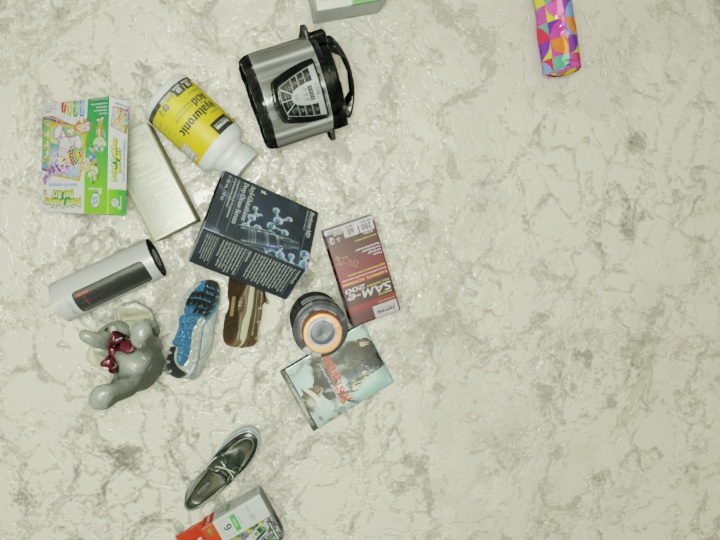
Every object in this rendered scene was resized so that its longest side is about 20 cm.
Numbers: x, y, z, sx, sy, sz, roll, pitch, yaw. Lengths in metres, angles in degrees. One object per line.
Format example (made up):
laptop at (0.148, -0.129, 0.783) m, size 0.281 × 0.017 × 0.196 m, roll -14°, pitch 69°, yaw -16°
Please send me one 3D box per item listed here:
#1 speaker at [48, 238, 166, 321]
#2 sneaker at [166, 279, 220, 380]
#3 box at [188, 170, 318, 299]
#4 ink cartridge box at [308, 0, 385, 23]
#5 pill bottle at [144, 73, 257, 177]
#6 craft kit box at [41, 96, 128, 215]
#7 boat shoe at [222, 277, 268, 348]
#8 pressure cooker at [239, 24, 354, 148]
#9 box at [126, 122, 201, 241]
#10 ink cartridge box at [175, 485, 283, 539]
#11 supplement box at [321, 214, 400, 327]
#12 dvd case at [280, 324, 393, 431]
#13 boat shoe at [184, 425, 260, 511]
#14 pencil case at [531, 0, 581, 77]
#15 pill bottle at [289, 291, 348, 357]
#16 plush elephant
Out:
speaker at (-0.477, 0.018, 1.108) m, size 0.198 × 0.081 × 0.082 m, roll -26°, pitch 98°, yaw -7°
sneaker at (-0.318, 0.118, 1.149) m, size 0.074 × 0.087 × 0.203 m, roll 10°, pitch 70°, yaw 13°
box at (-0.194, -0.064, 1.088) m, size 0.198 × 0.107 × 0.150 m, roll 22°, pitch 48°, yaw -18°
ink cartridge box at (-0.042, -0.601, 1.129) m, size 0.143 × 0.087 × 0.203 m, roll -14°, pitch 98°, yaw -8°
pill bottle at (-0.293, -0.259, 1.101) m, size 0.200 × 0.111 × 0.112 m, roll 42°, pitch 87°, yaw -10°
craft kit box at (-0.497, -0.201, 1.051) m, size 0.197 × 0.048 × 0.201 m, roll 4°, pitch 96°, yaw 31°
boat shoe at (-0.220, 0.052, 1.165) m, size 0.074 × 0.074 × 0.206 m, roll 19°, pitch 80°, yaw -48°
pressure cooker at (-0.109, -0.338, 1.086) m, size 0.197 × 0.176 × 0.181 m, roll -19°, pitch 72°, yaw -8°
box at (-0.391, -0.165, 1.108) m, size 0.094 × 0.078 × 0.202 m, roll -25°, pitch 97°, yaw -6°
ink cartridge box at (-0.267, 0.542, 1.192) m, size 0.198 × 0.050 × 0.110 m, roll -29°, pitch 98°, yaw -7°
supplement box at (0.000, 0.000, 1.192) m, size 0.107 × 0.061 × 0.203 m, roll -19°, pitch 98°, yaw -8°
dvd case at (-0.047, 0.220, 1.219) m, size 0.198 × 0.022 × 0.148 m, roll -29°, pitch 98°, yaw -5°
boat shoe at (-0.273, 0.402, 1.171) m, size 0.072 × 0.071 × 0.201 m, roll 41°, pitch 87°, yaw -9°
pencil case at (0.402, -0.504, 1.211) m, size 0.087 × 0.088 × 0.204 m, roll -11°, pitch 94°, yaw -8°
pill bottle at (-0.080, 0.103, 1.115) m, size 0.104 × 0.200 × 0.108 m, roll -1°, pitch 94°, yaw -8°
plush elephant at (-0.446, 0.146, 1.091) m, size 0.153 × 0.200 × 0.166 m, roll 28°, pitch 88°, yaw 13°
